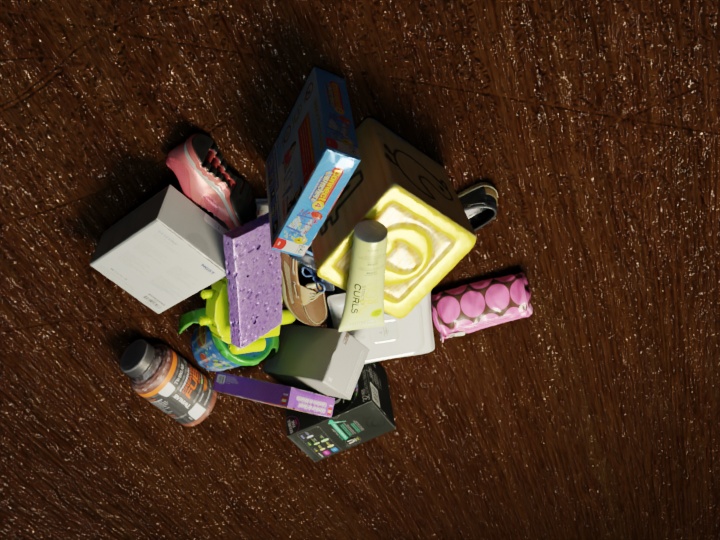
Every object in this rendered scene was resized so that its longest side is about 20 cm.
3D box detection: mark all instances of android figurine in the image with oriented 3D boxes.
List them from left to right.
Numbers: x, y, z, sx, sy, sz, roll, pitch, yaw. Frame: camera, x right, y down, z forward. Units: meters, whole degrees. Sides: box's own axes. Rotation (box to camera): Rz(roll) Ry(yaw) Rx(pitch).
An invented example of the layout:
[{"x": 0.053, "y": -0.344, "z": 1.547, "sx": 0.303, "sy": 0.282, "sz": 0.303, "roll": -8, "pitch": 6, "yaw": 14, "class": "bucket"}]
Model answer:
[{"x": -0.194, "y": 0.057, "z": 1.442, "sx": 0.197, "sy": 0.041, "sz": 0.187, "roll": -7, "pitch": 109, "yaw": -42, "class": "android figurine"}]

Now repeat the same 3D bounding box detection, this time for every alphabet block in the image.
[{"x": 0.038, "y": -0.082, "z": 1.324, "sx": 0.193, "sy": 0.202, "sz": 0.197, "roll": 26, "pitch": 119, "yaw": -31, "class": "alphabet block"}]

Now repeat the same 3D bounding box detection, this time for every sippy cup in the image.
[{"x": -0.248, "y": 0.125, "z": 1.544, "sx": 0.129, "sy": 0.140, "sz": 0.179, "roll": -30, "pitch": 103, "yaw": 44, "class": "sippy cup"}]

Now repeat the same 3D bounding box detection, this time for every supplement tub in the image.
[{"x": -0.379, "y": 0.217, "z": 1.626, "sx": 0.105, "sy": 0.109, "sz": 0.200, "roll": -27, "pitch": 133, "yaw": 17, "class": "supplement tub"}]

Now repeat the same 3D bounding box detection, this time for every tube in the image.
[{"x": 0.010, "y": 0.018, "z": 1.238, "sx": 0.057, "sy": 0.052, "sz": 0.203, "roll": 23, "pitch": 135, "yaw": 18, "class": "tube"}]

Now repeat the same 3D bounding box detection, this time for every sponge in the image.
[{"x": -0.175, "y": 0.018, "z": 1.370, "sx": 0.029, "sy": 0.111, "sz": 0.205, "roll": 18, "pitch": 122, "yaw": 30, "class": "sponge"}]

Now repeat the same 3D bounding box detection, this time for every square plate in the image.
[{"x": 0.045, "y": 0.110, "z": 1.581, "sx": 0.193, "sy": 0.029, "sz": 0.203, "roll": -10, "pitch": 133, "yaw": -1, "class": "square plate"}]

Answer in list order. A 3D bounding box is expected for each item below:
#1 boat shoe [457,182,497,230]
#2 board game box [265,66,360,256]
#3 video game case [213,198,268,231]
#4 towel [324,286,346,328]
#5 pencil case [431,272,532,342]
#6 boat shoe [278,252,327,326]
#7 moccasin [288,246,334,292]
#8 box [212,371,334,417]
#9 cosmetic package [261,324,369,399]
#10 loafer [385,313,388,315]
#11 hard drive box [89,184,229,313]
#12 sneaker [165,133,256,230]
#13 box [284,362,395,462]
[{"x": 0.157, "y": -0.080, "z": 1.459, "sx": 0.197, "sy": 0.063, "sz": 0.074, "roll": -30, "pitch": 134, "yaw": 21, "class": "boat shoe"}, {"x": -0.078, "y": -0.163, "z": 1.240, "sx": 0.055, "sy": 0.203, "sz": 0.197, "roll": 15, "pitch": 131, "yaw": -24, "class": "board game box"}, {"x": -0.166, "y": -0.044, "z": 1.466, "sx": 0.177, "sy": 0.023, "sz": 0.203, "roll": -3, "pitch": 135, "yaw": -7, "class": "video game case"}, {"x": 0.033, "y": 0.072, "z": 1.597, "sx": 0.194, "sy": 0.049, "sz": 0.113, "roll": 5, "pitch": 133, "yaw": -13, "class": "towel"}, {"x": 0.236, "y": 0.072, "z": 1.598, "sx": 0.195, "sy": 0.095, "sz": 0.092, "roll": -17, "pitch": 136, "yaw": 6, "class": "pencil case"}, {"x": -0.097, "y": 0.021, "z": 1.445, "sx": 0.076, "sy": 0.073, "sz": 0.203, "roll": -45, "pitch": 134, "yaw": -28, "class": "boat shoe"}, {"x": -0.046, "y": 0.007, "z": 1.378, "sx": 0.197, "sy": 0.081, "sz": 0.069, "roll": 25, "pitch": 111, "yaw": -32, "class": "moccasin"}, {"x": -0.164, "y": 0.235, "z": 1.565, "sx": 0.196, "sy": 0.040, "sz": 0.136, "roll": 5, "pitch": 168, "yaw": 37, "class": "box"}, {"x": -0.087, "y": 0.169, "z": 1.563, "sx": 0.197, "sy": 0.109, "sz": 0.090, "roll": 5, "pitch": 154, "yaw": 47, "class": "cosmetic package"}, {"x": 0.000, "y": 0.000, "z": 1.484, "sx": 0.200, "sy": 0.063, "sz": 0.072, "roll": 47, "pitch": 72, "yaw": -19, "class": "loafer"}, {"x": -0.325, "y": -0.029, "z": 1.372, "sx": 0.197, "sy": 0.078, "sz": 0.155, "roll": -24, "pitch": 129, "yaw": 36, "class": "hard drive box"}, {"x": -0.240, "y": -0.129, "z": 1.344, "sx": 0.085, "sy": 0.075, "sz": 0.202, "roll": -14, "pitch": 125, "yaw": 27, "class": "sneaker"}, {"x": -0.047, "y": 0.274, "z": 1.708, "sx": 0.196, "sy": 0.151, "sz": 0.125, "roll": -24, "pitch": 135, "yaw": 15, "class": "box"}]
